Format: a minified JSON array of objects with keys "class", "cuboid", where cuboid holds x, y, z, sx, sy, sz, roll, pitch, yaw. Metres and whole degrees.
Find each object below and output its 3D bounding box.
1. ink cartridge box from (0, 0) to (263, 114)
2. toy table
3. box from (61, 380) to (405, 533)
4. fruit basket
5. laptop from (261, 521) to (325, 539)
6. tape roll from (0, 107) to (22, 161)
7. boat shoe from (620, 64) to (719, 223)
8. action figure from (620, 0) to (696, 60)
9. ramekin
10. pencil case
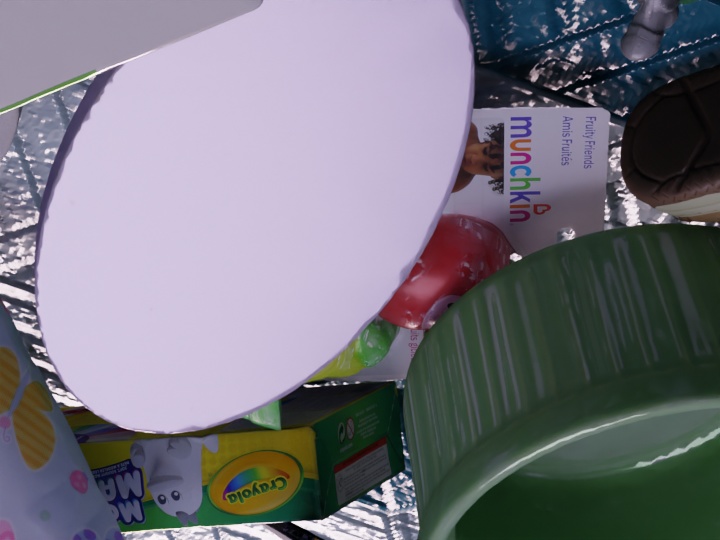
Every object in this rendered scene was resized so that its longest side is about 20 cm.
[{"class":"ink cartridge box","cuboid":[-0.088,-0.156,0.914,0.145,0.201,0.084,-19,133,34]},{"class":"toy table","cuboid":[-0.043,-0.053,1.051,0.184,0.117,0.200,39,107,-21]},{"class":"box","cuboid":[-0.092,0.087,1.329,0.199,0.049,0.117,-3,-174,21]},{"class":"fruit basket","cuboid":[0.000,0.000,1.203,0.199,0.094,0.186,3,144,4]},{"class":"laptop","cuboid":[0.018,0.208,1.245,0.187,0.116,0.200,38,173,-15]},{"class":"tape roll","cuboid":[-0.230,-0.093,1.174,0.202,0.037,0.203,7,145,5]},{"class":"boat shoe","cuboid":[0.198,-0.055,1.111,0.199,0.072,0.076,-8,155,39]},{"class":"action figure","cuboid":[0.110,-0.153,1.002,0.117,0.055,0.201,3,140,14]},{"class":"ramekin","cuboid":[0.111,0.070,1.196,0.199,0.098,0.200,-8,144,-6]},{"class":"pencil case","cuboid":[-0.170,0.073,1.249,0.091,0.083,0.201,-33,85,42]}]
